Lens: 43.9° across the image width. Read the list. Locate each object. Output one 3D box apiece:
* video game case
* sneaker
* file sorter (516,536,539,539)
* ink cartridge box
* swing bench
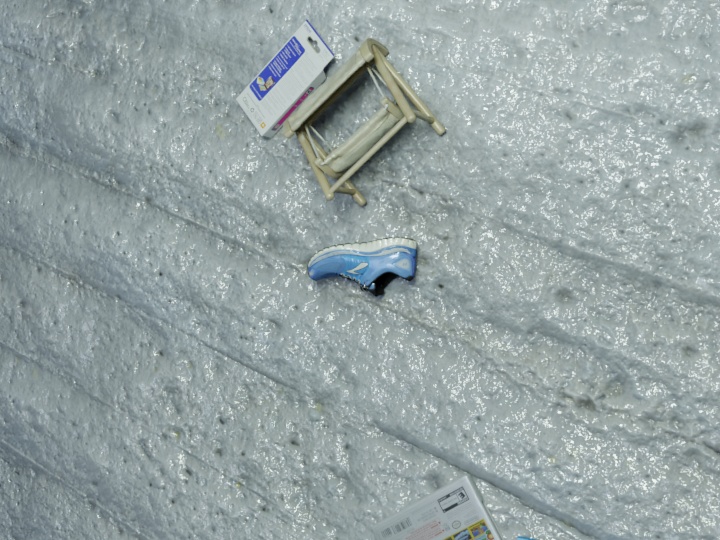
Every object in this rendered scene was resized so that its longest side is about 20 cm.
[{"bbox_3d":[0.136,0.451,1.426,0.199,0.023,0.183,-34,73,22],"label":"video game case"},{"bbox_3d":[0.000,0.000,1.481,0.199,0.078,0.090,-8,82,27],"label":"sneaker"},{"bbox_3d":[0.305,0.479,1.268,0.198,0.123,0.140,5,90,22],"label":"file sorter"},{"bbox_3d":[-0.129,-0.338,1.584,0.200,0.037,0.095,-44,69,22],"label":"ink cartridge box"},{"bbox_3d":[-0.008,-0.247,1.464,0.199,0.129,0.201,-41,70,21],"label":"swing bench"}]
